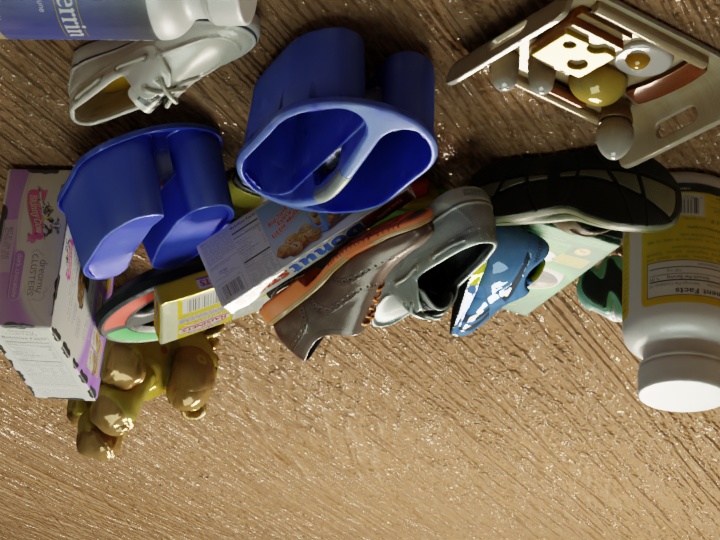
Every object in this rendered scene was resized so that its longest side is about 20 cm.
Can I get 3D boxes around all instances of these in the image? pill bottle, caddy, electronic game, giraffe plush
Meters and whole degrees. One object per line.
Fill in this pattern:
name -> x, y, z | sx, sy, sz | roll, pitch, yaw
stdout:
pill bottle -> -0.175, -0.221, 1.142 | 0.198, 0.117, 0.116 | 1, 156, 7
caddy -> -0.199, -0.072, 1.495 | 0.141, 0.106, 0.200 | -10, 164, -28
pill bottle -> 0.294, 0.021, 1.480 | 0.110, 0.201, 0.111 | 5, 156, 2
electronic game -> -0.174, 0.030, 1.658 | 0.199, 0.042, 0.200 | -17, 165, -5
giraffe plush -> -0.233, 0.115, 1.833 | 0.161, 0.201, 0.173 | 10, 131, -24
caddy -> -0.020, -0.111, 1.344 | 0.140, 0.106, 0.200 | 14, 154, -22

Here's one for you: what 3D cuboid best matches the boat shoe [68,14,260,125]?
boat shoe -> -0.165, -0.162, 1.323 | 0.199, 0.070, 0.071 | -11, 151, 33

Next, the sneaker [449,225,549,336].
sneaker -> 0.132, 0.017, 1.561 | 0.078, 0.066, 0.200 | 7, 154, -5

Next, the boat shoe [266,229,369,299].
boat shoe -> 0.000, 0.000, 1.562 | 0.200, 0.061, 0.072 | -16, 157, -22

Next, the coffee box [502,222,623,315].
coffee box -> 0.158, -0.020, 1.605 | 0.122, 0.044, 0.200 | 14, 154, -16

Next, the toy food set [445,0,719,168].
toy food set -> 0.189, -0.147, 1.301 | 0.199, 0.061, 0.143 | 20, 152, -30

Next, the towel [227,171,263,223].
towel -> -0.100, -0.040, 1.638 | 0.143, 0.023, 0.200 | 15, 154, -23

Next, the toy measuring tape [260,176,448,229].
toy measuring tape -> 0.004, -0.056, 1.515 | 0.198, 0.074, 0.074 | 2, 156, -1

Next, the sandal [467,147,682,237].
sandal -> 0.195, -0.066, 1.464 | 0.200, 0.080, 0.057 | 3, 153, 27

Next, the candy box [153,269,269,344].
candy box -> -0.107, 0.013, 1.596 | 0.199, 0.027, 0.102 | -19, 162, -15

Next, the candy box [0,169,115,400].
candy box -> -0.307, 0.017, 1.625 | 0.071, 0.169, 0.200 | 2, 156, 6

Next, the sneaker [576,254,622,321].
sneaker -> 0.324, 0.042, 1.669 | 0.198, 0.078, 0.140 | 1, 155, 10

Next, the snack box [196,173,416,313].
snack box -> -0.051, -0.043, 1.457 | 0.199, 0.072, 0.024 | -32, 149, 9

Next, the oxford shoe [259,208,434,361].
oxford shoe -> 0.000, 0.012, 1.462 | 0.200, 0.073, 0.071 | -35, 179, 32

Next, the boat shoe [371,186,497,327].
boat shoe -> 0.058, 0.006, 1.479 | 0.070, 0.072, 0.201 | 6, 144, -32
